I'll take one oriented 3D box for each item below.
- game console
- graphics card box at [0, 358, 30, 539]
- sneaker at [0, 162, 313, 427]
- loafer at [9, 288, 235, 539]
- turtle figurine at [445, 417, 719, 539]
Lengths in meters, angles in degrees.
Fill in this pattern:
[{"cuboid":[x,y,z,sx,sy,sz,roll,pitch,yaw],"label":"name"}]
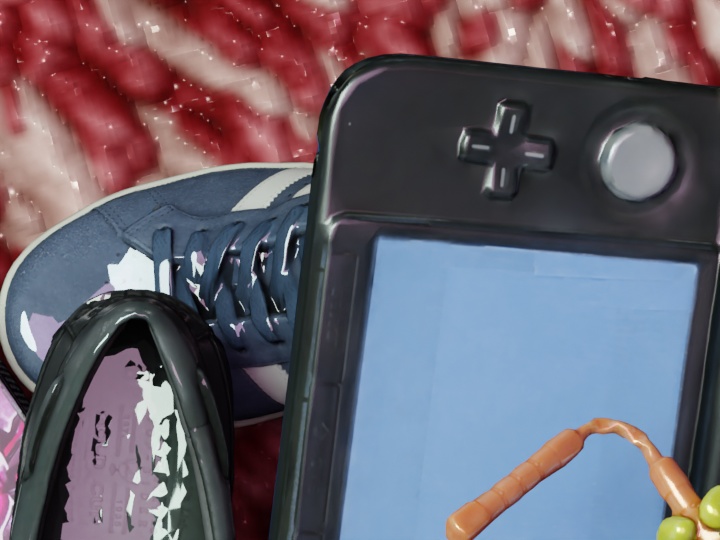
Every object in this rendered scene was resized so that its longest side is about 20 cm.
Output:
[{"cuboid":[0.074,0.059,0.713,0.170,0.118,0.200,5,99,-15],"label":"game console"},{"cuboid":[-0.128,0.089,0.806,0.125,0.051,0.200,-33,86,-4],"label":"graphics card box"},{"cuboid":[0.000,0.000,0.797,0.200,0.085,0.075,-7,84,-1],"label":"sneaker"},{"cuboid":[-0.063,0.104,0.744,0.068,0.070,0.201,3,84,-1],"label":"loafer"},{"cuboid":[0.068,0.147,0.675,0.161,0.064,0.200,24,70,8],"label":"turtle figurine"}]
